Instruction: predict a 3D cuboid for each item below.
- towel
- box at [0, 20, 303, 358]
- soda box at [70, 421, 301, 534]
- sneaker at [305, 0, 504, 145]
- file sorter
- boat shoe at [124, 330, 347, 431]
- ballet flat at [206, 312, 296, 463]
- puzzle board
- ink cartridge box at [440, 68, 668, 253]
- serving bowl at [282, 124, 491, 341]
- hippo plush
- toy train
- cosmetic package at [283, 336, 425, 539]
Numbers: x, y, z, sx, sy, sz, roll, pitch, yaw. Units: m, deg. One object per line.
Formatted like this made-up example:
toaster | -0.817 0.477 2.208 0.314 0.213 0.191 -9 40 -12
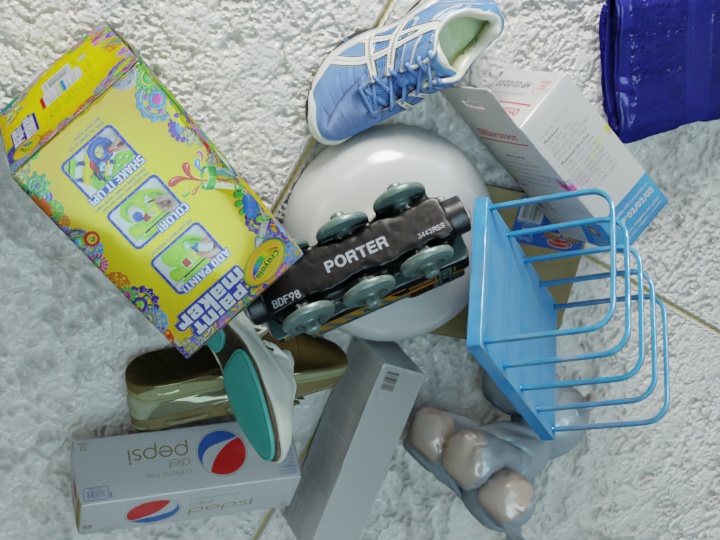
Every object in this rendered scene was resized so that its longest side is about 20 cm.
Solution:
towel | 0.318 -0.211 1.188 0.198 0.050 0.149 -14 119 -15
box | -0.168 -0.070 0.978 0.122 0.200 0.193 -41 115 -1
soda box | -0.158 0.184 1.133 0.198 0.064 0.068 -4 148 -17
sneaker | 0.037 -0.179 1.080 0.200 0.077 0.076 -39 118 -1
file sorter | 0.182 0.039 1.075 0.122 0.140 0.200 -9 148 24
boat shoe | -0.110 0.103 1.134 0.199 0.073 0.064 -8 122 -15
ballet flat | -0.095 0.067 1.076 0.069 0.201 0.070 -28 159 -12
puzzle board | 0.118 -0.007 1.203 0.198 0.017 0.152 10 104 -23
ink cartridge box | 0.169 -0.114 1.121 0.068 0.115 0.200 -47 113 -7
serving bowl | 0.031 -0.025 1.123 0.198 0.066 0.202 -3 107 -9
hippo plush | 0.157 0.164 1.196 0.161 0.159 0.200 -45 98 -12
toy train | 0.000 0.000 1.031 0.199 0.114 0.086 -25 72 -1
cosmetic package | -0.007 0.167 1.184 0.050 0.083 0.202 16 103 -26
